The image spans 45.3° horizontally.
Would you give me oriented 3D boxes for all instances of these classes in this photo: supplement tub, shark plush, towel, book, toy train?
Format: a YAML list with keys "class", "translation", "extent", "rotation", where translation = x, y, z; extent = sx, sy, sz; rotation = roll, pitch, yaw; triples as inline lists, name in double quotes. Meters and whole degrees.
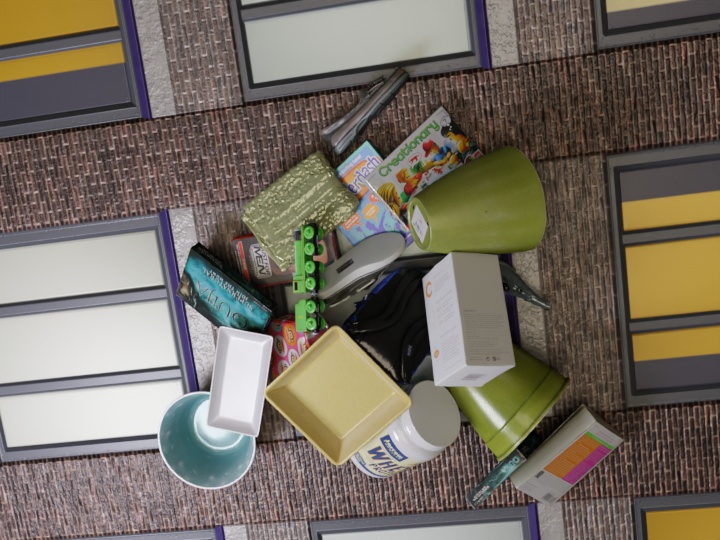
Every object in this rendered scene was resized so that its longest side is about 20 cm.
- class: "supplement tub"
  translation: [0.079, 0.296, 1.616]
  extent: [0.145, 0.145, 0.200]
  rotation: [49, 137, -4]
- class: "shark plush"
  translation: [0.258, 0.027, 1.608]
  extent: [0.200, 0.083, 0.091]
  rotation: [42, 103, -2]
- class: "towel"
  translation: [-0.113, -0.112, 1.600]
  extent: [0.199, 0.036, 0.149]
  rotation: [-39, 82, 8]
- class: "book"
  translation: [0.397, 0.361, 1.650]
  extent: [0.200, 0.048, 0.133]
  rotation: [-46, 129, 12]
- class: "toy train"
  translation: [-0.095, 0.014, 1.555]
  extent: [0.056, 0.042, 0.203]
  rotation: [-5, 85, 34]

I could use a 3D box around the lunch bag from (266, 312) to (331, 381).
- class: "lunch bag"
  translation: [-0.100, 0.183, 1.641]
  extent: [0.081, 0.175, 0.203]
  rotation: [-15, 100, -33]

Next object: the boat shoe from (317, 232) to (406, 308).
- class: "boat shoe"
  translation: [0.000, 0.000, 1.605]
  extent: [0.198, 0.071, 0.064]
  rotation: [-30, 136, 1]

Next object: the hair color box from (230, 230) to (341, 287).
- class: "hair color box"
  translation: [-0.140, -0.032, 1.659]
  extent: [0.197, 0.061, 0.103]
  rotation: [-11, 99, 8]

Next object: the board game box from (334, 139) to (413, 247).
- class: "board game box"
  translation: [0.024, -0.121, 1.629]
  extent: [0.152, 0.045, 0.200]
  rotation: [-41, 93, 13]

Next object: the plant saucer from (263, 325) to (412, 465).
- class: "plant saucer"
  translation: [-0.038, 0.217, 1.541]
  extent: [0.200, 0.049, 0.200]
  rotation: [45, 110, -8]

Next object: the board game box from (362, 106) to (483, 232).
- class: "board game box"
  translation: [0.116, -0.185, 1.580]
  extent: [0.200, 0.035, 0.126]
  rotation: [-44, 94, -6]

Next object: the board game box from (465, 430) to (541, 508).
- class: "board game box"
  translation: [0.272, 0.370, 1.618]
  extent: [0.028, 0.200, 0.135]
  rotation: [45, 104, 15]

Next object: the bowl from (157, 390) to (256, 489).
- class: "bowl"
  translation: [-0.294, 0.322, 1.728]
  extent: [0.197, 0.105, 0.204]
  rotation: [1, 101, 7]

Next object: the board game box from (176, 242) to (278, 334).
- class: "board game box"
  translation: [-0.259, 0.056, 1.656]
  extent: [0.199, 0.028, 0.136]
  rotation: [37, 131, 10]

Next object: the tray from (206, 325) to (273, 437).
- class: "tray"
  translation: [-0.228, 0.209, 1.633]
  extent: [0.106, 0.022, 0.203]
  rotation: [11, 101, 4]

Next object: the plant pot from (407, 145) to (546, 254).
- class: "plant pot"
  translation: [0.189, -0.102, 1.502]
  extent: [0.197, 0.187, 0.190]
  rotation: [-16, 100, -19]

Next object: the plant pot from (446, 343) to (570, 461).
- class: "plant pot"
  translation: [0.250, 0.211, 1.604]
  extent: [0.193, 0.200, 0.201]
  rotation: [42, 104, 9]

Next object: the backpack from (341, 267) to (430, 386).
- class: "backpack"
  translation: [0.061, 0.097, 1.610]
  extent: [0.162, 0.168, 0.200]
  rotation: [43, 71, -7]

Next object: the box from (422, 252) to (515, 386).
- class: "box"
  translation: [0.183, 0.086, 1.493]
  extent: [0.096, 0.124, 0.203]
  rotation: [3, 67, -21]

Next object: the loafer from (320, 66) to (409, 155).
- class: "loafer"
  translation: [0.004, -0.303, 1.585]
  extent: [0.063, 0.072, 0.200]
  rotation: [44, 105, 3]
